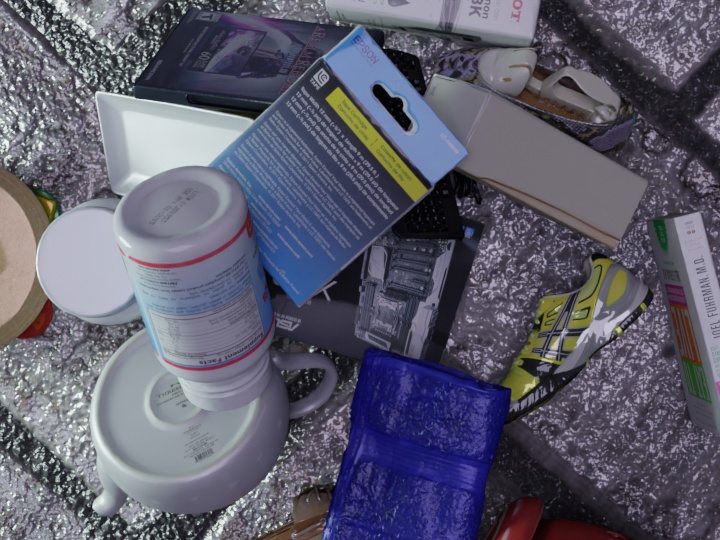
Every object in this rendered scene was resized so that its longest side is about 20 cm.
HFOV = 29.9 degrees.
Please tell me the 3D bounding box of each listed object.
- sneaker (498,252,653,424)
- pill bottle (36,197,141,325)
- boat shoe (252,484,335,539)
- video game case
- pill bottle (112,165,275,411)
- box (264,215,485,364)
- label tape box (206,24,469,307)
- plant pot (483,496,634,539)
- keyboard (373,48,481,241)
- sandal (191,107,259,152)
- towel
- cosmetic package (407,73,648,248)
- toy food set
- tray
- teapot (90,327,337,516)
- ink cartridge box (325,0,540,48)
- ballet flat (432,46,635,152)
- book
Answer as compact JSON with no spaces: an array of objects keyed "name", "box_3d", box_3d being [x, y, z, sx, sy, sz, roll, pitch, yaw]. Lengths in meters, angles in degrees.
[{"name":"sneaker","box_3d":[0.184,0.068,1.285,0.200,0.075,0.076,-42,81,-7]},{"name":"pill bottle","box_3d":[-0.221,-0.009,1.237,0.112,0.200,0.114,0,91,3]},{"name":"boat shoe","box_3d":[-0.036,0.241,1.297,0.200,0.076,0.072,-37,87,2]},{"name":"video game case","box_3d":[-0.091,-0.191,1.249,0.199,0.143,0.019,8,132,14]},{"name":"pill bottle","box_3d":[-0.131,0.021,1.127,0.108,0.109,0.201,-7,132,4]},{"name":"box","box_3d":[0.000,0.000,1.263,0.199,0.050,0.159,18,92,-22]},{"name":"label tape box","box_3d":[-0.023,-0.089,1.150,0.200,0.066,0.143,-41,90,13]},{"name":"plant pot","box_3d":[0.179,0.317,1.223,0.182,0.200,0.201,29,93,5]},{"name":"keyboard","box_3d":[0.059,-0.125,1.257,0.104,0.040,0.201,-1,67,-30]},{"name":"sandal","box_3d":[-0.104,-0.092,1.300,0.087,0.079,0.201,-27,98,40]},{"name":"towel","box_3d":[0.043,0.181,1.210,0.147,0.049,0.201,14,92,27]},{"name":"cosmetic package","box_3d":[0.150,-0.098,1.217,0.199,0.103,0.073,23,95,-30]},{"name":"toy food set","box_3d":[-0.389,-0.010,1.323,0.197,0.049,0.201,17,92,3]},{"name":"tray","box_3d":[-0.165,-0.108,1.267,0.199,0.022,0.108,14,120,33]},{"name":"teapot","box_3d":[-0.146,0.145,1.270,0.199,0.146,0.198,12,64,20]},{"name":"ink cartridge box","box_3d":[0.078,-0.297,1.270,0.199,0.083,0.148,9,92,3]},{"name":"ballet flat","box_3d":[0.168,-0.175,1.269,0.199,0.072,0.072,21,93,-2]},{"name":"book","box_3d":[0.314,0.046,1.239,0.048,0.134,0.201,-14,90,4]}]
